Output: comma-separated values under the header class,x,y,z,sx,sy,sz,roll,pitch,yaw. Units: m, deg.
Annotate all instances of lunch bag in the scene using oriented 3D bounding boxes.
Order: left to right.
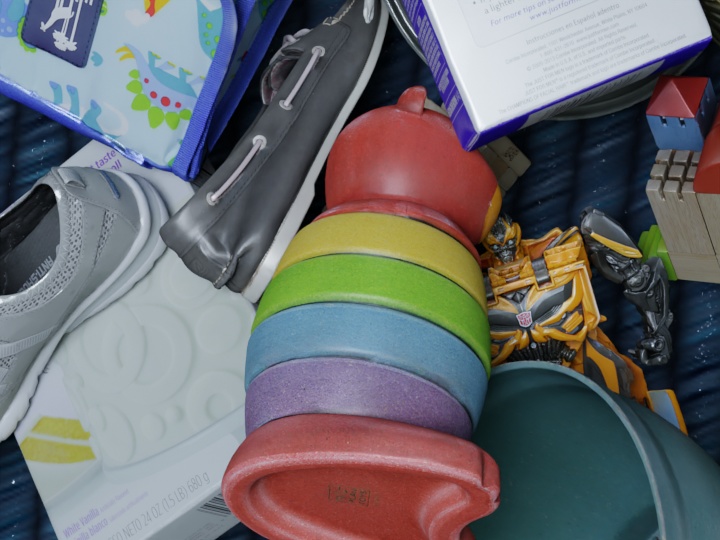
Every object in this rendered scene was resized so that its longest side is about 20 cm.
class,x,y,z,sx,sy,sz,roll,pitch,yaw
lunch bag,-0.114,-0.167,0.751,0.169,0.127,0.201,26,94,5

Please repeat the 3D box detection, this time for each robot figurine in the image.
class,x,y,z,sx,sy,sz,roll,pitch,yaw
robot figurine,0.099,0.068,0.780,0.144,0.058,0.201,-18,107,7

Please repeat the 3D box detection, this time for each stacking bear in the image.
class,x,y,z,sx,sy,sz,roll,pitch,yaw
stacking bear,0.012,0.016,0.679,0.113,0.122,0.201,10,59,2

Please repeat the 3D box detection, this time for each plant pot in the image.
class,x,y,z,sx,sy,sz,roll,pitch,yaw
plant pot,0.109,0.153,0.692,0.133,0.200,0.202,17,95,-32

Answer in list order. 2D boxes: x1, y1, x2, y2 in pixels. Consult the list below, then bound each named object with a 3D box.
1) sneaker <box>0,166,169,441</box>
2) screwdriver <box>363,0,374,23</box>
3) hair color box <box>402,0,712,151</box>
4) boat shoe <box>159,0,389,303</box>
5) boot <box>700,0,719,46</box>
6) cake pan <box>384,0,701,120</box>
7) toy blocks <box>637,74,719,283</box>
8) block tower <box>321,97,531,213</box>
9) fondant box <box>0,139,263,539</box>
class,x,y,z,sx,sy,sz,roll,pitch,yaw
sneaker,-0.185,0.020,0.743,0.200,0.082,0.075,-49,61,8
screwdriver,0.011,-0.216,0.756,0.028,0.029,0.202,7,70,-8
hair color box,0.058,-0.165,0.664,0.109,0.065,0.201,-22,89,-2
boat shoe,-0.038,-0.076,0.758,0.057,0.067,0.201,29,53,-10
boot,0.211,-0.209,0.744,0.175,0.066,0.201,37,86,-15
cake pan,0.104,-0.177,0.780,0.198,0.037,0.202,0,92,-6
toy blocks,0.209,-0.048,0.716,0.199,0.137,0.100,6,58,31
block tower,0.000,0.000,0.803,0.054,0.058,0.200,42,95,29
fondant box,-0.111,0.038,0.782,0.144,0.058,0.201,-36,63,13
